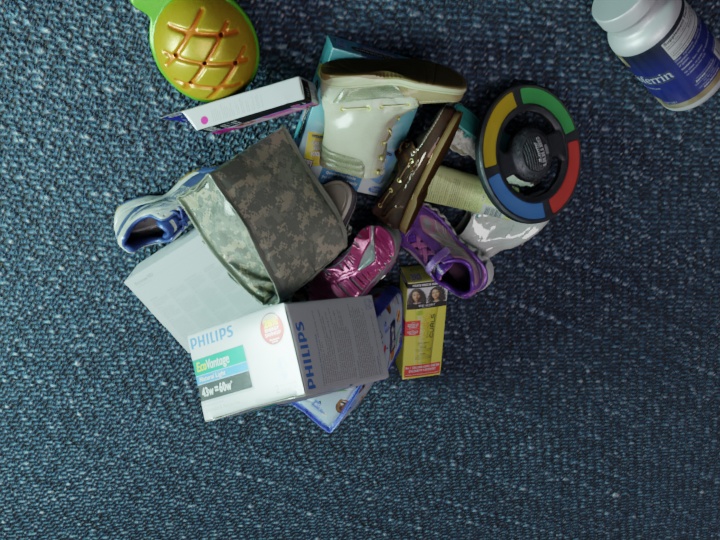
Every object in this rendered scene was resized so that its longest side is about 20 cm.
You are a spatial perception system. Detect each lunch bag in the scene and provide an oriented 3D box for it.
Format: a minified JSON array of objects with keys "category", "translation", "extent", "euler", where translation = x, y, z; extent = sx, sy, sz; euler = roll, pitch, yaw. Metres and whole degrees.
[{"category":"lunch bag","translation":[-0.124,-0.065,1.353],"extent":[0.117,0.164,0.202],"euler":[-26,100,48]},{"category":"lunch bag","translation":[-0.009,0.128,1.555],"extent":[0.123,0.170,0.202],"euler":[34,113,5]}]

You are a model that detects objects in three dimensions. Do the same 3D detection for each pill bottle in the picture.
[{"category":"pill bottle","translation":[0.418,-0.326,1.380],"extent":[0.199,0.117,0.116],"euler":[36,111,-30]}]

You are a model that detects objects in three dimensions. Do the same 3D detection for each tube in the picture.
[{"category":"tube","translation":[0.140,-0.126,1.487],"extent":[0.196,0.052,0.059],"euler":[14,82,-1]}]

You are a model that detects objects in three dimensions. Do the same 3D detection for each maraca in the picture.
[{"category":"maraca","translation":[-0.207,-0.304,1.252],"extent":[0.135,0.108,0.202],"euler":[-24,127,5]}]

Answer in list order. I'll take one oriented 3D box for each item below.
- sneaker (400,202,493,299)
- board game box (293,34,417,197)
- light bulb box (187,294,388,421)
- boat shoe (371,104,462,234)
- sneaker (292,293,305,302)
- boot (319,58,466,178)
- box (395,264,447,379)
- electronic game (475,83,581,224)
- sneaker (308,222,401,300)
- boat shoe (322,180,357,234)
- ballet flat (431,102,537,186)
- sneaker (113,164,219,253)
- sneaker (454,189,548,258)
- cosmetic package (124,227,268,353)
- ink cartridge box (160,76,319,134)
[{"category":"sneaker","translation":[0.115,-0.028,1.503],"extent":[0.199,0.089,0.081],"euler":[38,120,-1]},{"category":"board game box","translation":[-0.006,-0.215,1.401],"extent":[0.148,0.047,0.203],"euler":[10,122,-20]},{"category":"light bulb box","translation":[-0.100,0.121,1.384],"extent":[0.196,0.127,0.198],"euler":[-19,171,35]},{"category":"boat shoe","translation":[0.076,-0.149,1.399],"extent":[0.070,0.070,0.202],"euler":[32,115,10]},{"category":"sneaker","translation":[-0.138,0.051,1.551],"extent":[0.080,0.074,0.199],"euler":[-47,127,6]},{"category":"boot","translation":[0.041,-0.203,1.341],"extent":[0.195,0.073,0.157],"euler":[2,124,-2]},{"category":"box","translation":[0.100,0.085,1.636],"extent":[0.074,0.050,0.203],"euler":[-5,126,-11]},{"category":"electronic game","translation":[0.247,-0.170,1.438],"extent":[0.197,0.041,0.205],"euler":[0,89,-32]},{"category":"sneaker","translation":[0.000,0.000,1.504],"extent":[0.082,0.088,0.200],"euler":[51,123,5]},{"category":"boat shoe","translation":[-0.047,-0.066,1.469],"extent":[0.062,0.074,0.201],"euler":[-6,149,-34]},{"category":"ballet flat","translation":[0.182,-0.184,1.467],"extent":[0.198,0.072,0.072],"euler":[32,113,-28]},{"category":"sneaker","translation":[-0.258,-0.079,1.412],"extent":[0.197,0.089,0.076],"euler":[-25,125,3]},{"category":"sneaker","translation":[0.210,-0.079,1.538],"extent":[0.198,0.076,0.089],"euler":[-32,114,12]},{"category":"cosmetic package","translation":[-0.231,0.022,1.448],"extent":[0.198,0.052,0.151],"euler":[-26,115,35]},{"category":"ink cartridge box","translation":[-0.158,-0.214,1.315],"extent":[0.196,0.095,0.038],"euler":[-12,93,11]}]
